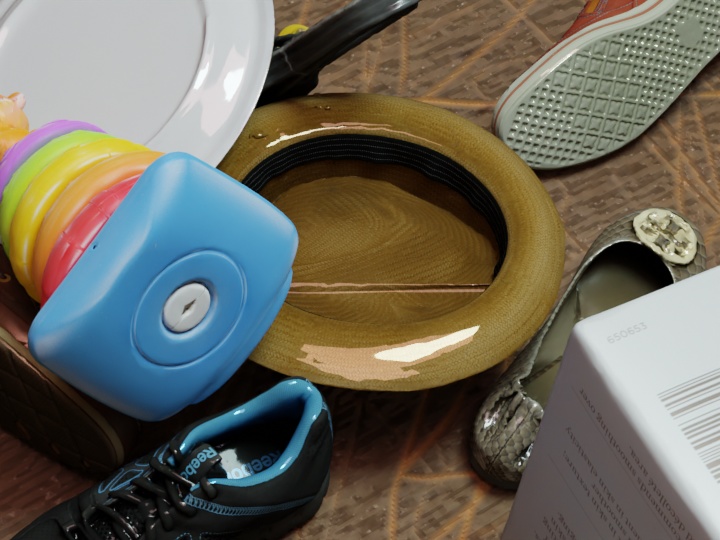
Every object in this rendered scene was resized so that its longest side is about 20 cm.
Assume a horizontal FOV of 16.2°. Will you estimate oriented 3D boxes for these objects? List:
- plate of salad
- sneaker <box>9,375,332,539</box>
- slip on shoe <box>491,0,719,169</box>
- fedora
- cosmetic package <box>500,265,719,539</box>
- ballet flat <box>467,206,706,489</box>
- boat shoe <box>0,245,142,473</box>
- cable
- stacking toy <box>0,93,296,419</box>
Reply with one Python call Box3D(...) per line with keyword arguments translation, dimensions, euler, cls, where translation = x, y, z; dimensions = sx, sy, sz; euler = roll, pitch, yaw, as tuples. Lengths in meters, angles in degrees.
Box3D(translation=(-0.127, -0.094, 1.298), dimensions=(0.200, 0.048, 0.200), euler=(-15, 57, 24), cls="plate of salad")
Box3D(translation=(-0.098, 0.111, 1.168), dimensions=(0.200, 0.082, 0.073), euler=(-32, 67, -27), cls="sneaker")
Box3D(translation=(0.143, -0.122, 1.397), dimensions=(0.200, 0.074, 0.061), euler=(-40, 35, -25), cls="slip on shoe")
Box3D(translation=(0.000, 0.000, 1.266), dimensions=(0.201, 0.082, 0.201), euler=(2, 54, -2), cls="fedora")
Box3D(translation=(0.185, 0.112, 1.142), dimensions=(0.166, 0.200, 0.167), euler=(-21, 61, -22), cls="cosmetic package")
Box3D(translation=(0.120, 0.031, 1.285), dimensions=(0.067, 0.046, 0.200), euler=(34, 56, 14), cls="ballet flat")
Box3D(translation=(-0.175, 0.019, 1.227), dimensions=(0.200, 0.072, 0.068), euler=(38, 59, 20), cls="boat shoe")
Box3D(translation=(-0.041, -0.115, 1.286), dimensions=(0.097, 0.200, 0.050), euler=(-23, 85, -25), cls="cable")
Box3D(translation=(-0.134, -0.029, 1.188), dimensions=(0.116, 0.110, 0.200), euler=(-54, 49, 2), cls="stacking toy")
